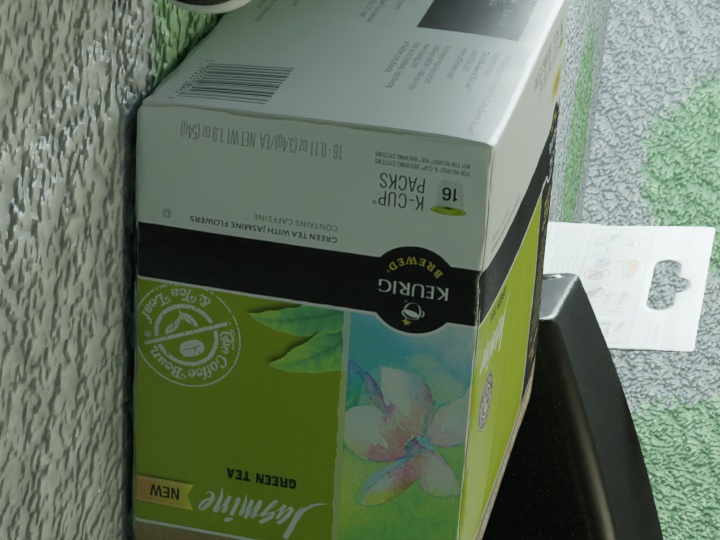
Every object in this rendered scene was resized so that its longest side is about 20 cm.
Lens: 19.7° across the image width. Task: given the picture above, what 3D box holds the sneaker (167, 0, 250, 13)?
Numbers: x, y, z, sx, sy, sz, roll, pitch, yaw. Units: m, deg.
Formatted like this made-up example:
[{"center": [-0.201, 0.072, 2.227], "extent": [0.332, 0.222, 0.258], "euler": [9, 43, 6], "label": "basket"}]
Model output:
[{"center": [-0.039, -0.181, 0.644], "extent": [0.099, 0.070, 0.201], "euler": [-40, 142, -82], "label": "sneaker"}]

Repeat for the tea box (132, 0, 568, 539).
[{"center": [0.000, 0.000, 0.828], "extent": [0.200, 0.133, 0.198], "euler": [-60, 155, -64], "label": "tea box"}]

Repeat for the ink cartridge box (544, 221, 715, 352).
[{"center": [0.096, 0.024, 1.189], "extent": [0.163, 0.199, 0.057], "euler": [-63, 156, -60], "label": "ink cartridge box"}]

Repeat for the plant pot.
[{"center": [0.046, 0.101, 1.038], "extent": [0.200, 0.199, 0.179], "euler": [-40, 126, -75], "label": "plant pot"}]
